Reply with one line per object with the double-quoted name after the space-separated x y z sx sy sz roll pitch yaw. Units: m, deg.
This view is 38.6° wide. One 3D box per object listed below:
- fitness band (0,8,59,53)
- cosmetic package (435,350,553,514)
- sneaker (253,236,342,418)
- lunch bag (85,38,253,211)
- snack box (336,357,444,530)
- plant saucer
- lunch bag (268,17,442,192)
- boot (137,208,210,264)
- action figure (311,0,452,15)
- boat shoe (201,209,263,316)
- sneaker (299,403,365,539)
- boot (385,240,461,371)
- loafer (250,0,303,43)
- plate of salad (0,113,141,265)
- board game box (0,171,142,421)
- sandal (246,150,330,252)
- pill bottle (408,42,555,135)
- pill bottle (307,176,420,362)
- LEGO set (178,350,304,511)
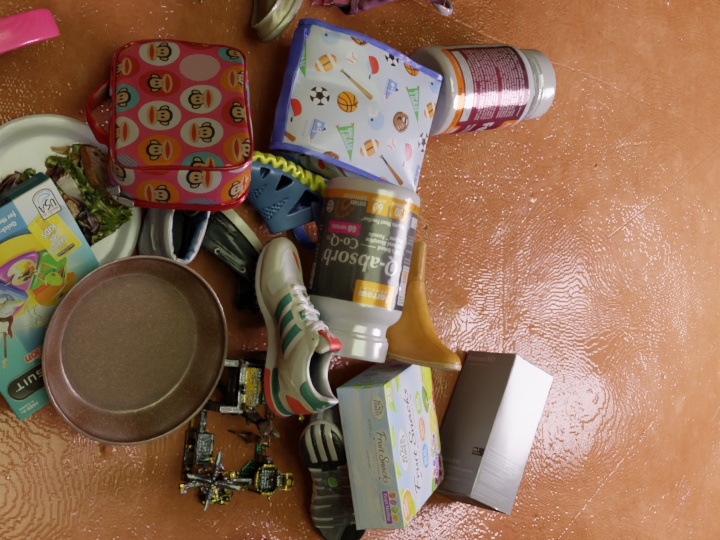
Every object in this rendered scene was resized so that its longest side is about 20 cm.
-0.388 -0.206 0.992 0.199 0.143 0.038 -30 103 -31 "fitness band"
0.173 0.215 1.385 0.090 0.106 0.202 27 72 -31 "cosmetic package"
-0.061 0.061 1.136 0.070 0.092 0.203 4 81 -56 "sneaker"
-0.203 -0.158 1.094 0.173 0.082 0.202 1 53 -10 "lunch bag"
0.042 0.203 1.259 0.200 0.067 0.171 -20 103 -69 "snack box"
-0.236 0.080 1.069 0.198 0.037 0.203 -9 107 -31 "plant saucer"
-0.018 -0.194 1.260 0.199 0.123 0.172 19 79 -40 "lunch bag"
-0.193 -0.098 1.150 0.073 0.095 0.203 13 81 -33 "boot"
0.017 -0.379 1.324 0.199 0.134 0.150 -33 149 -18 "action figure"
-0.126 0.017 1.209 0.066 0.074 0.200 -41 122 -14 "boat shoe"
-0.025 0.235 1.272 0.116 0.074 0.202 -82 168 -55 "sneaker"
0.061 0.037 1.256 0.070 0.200 0.146 16 90 -40 "boot"
-0.103 -0.369 1.239 0.068 0.075 0.203 23 67 -30 "loafer"
-0.323 -0.066 1.090 0.198 0.048 0.203 1 89 -35 "plate of salad"
-0.335 0.027 1.044 0.150 0.047 0.202 -35 117 -19 "board game box"
-0.093 -0.084 1.233 0.198 0.079 0.088 21 81 -30 "sandal"
0.160 -0.246 1.387 0.198 0.114 0.116 -10 94 -34 "pill bottle"
0.000 0.000 1.200 0.115 0.116 0.203 11 86 -33 "pill bottle"
-0.127 0.176 1.173 0.152 0.115 0.203 17 79 -32 "LEGO set"
